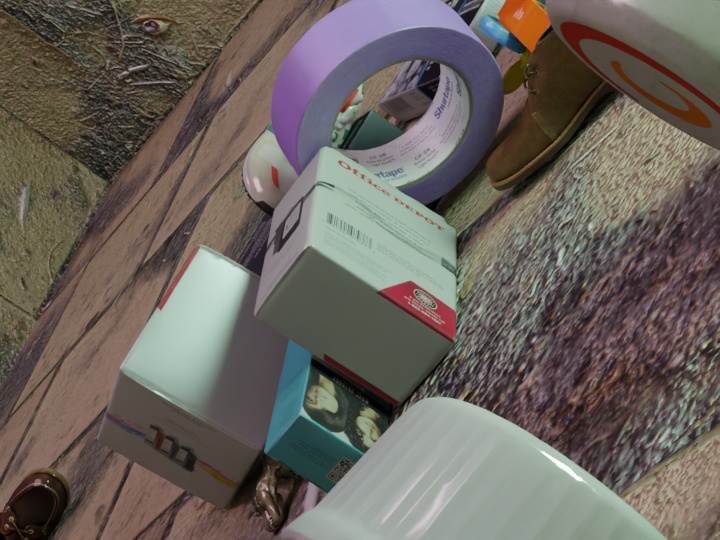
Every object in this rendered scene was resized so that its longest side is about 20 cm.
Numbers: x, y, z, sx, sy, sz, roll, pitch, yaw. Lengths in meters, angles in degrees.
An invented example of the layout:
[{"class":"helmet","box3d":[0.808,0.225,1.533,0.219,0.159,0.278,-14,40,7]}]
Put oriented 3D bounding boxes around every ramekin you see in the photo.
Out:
[{"class":"ramekin","box3d":[0.069,0.148,0.842,0.098,0.200,0.200,-51,12,-14]}]

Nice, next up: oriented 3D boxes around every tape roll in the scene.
[{"class":"tape roll","box3d":[0.024,-0.145,1.624,0.200,0.200,0.066,-51,43,17]}]

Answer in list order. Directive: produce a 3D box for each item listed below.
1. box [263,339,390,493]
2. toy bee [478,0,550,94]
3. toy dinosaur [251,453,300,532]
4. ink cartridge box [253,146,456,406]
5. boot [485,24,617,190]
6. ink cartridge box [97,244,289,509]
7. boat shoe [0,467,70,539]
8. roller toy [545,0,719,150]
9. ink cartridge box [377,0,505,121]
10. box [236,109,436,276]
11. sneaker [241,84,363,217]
[{"class":"box","box3d":[-0.021,0.098,1.492,0.049,0.082,0.200,-49,15,25]},{"class":"toy bee","box3d":[0.163,-0.232,1.650,0.131,0.109,0.200,-43,44,31]},{"class":"toy dinosaur","box3d":[-0.046,0.130,1.591,0.088,0.047,0.200,-50,10,49]},{"class":"ink cartridge box","box3d":[0.000,0.000,1.520,0.083,0.145,0.200,-52,14,23]},{"class":"boot","box3d":[0.156,-0.150,1.498,0.200,0.075,0.074,-49,17,29]},{"class":"ink cartridge box","box3d":[-0.137,0.102,1.671,0.145,0.145,0.200,-61,2,-26]},{"class":"boat shoe","box3d":[-0.440,0.332,2.400,0.200,0.070,0.070,-54,4,43]},{"class":"roller toy","box3d":[0.218,-0.163,1.095,0.182,0.200,0.140,33,89,41]},{"class":"ink cartridge box","box3d":[0.114,-0.262,1.978,0.200,0.043,0.198,-57,13,-14]},{"class":"box","box3d":[-0.029,-0.032,1.785,0.200,0.104,0.182,-60,13,-17]},{"class":"sneaker","box3d":[-0.047,-0.135,1.718,0.093,0.070,0.200,-49,11,45]}]
